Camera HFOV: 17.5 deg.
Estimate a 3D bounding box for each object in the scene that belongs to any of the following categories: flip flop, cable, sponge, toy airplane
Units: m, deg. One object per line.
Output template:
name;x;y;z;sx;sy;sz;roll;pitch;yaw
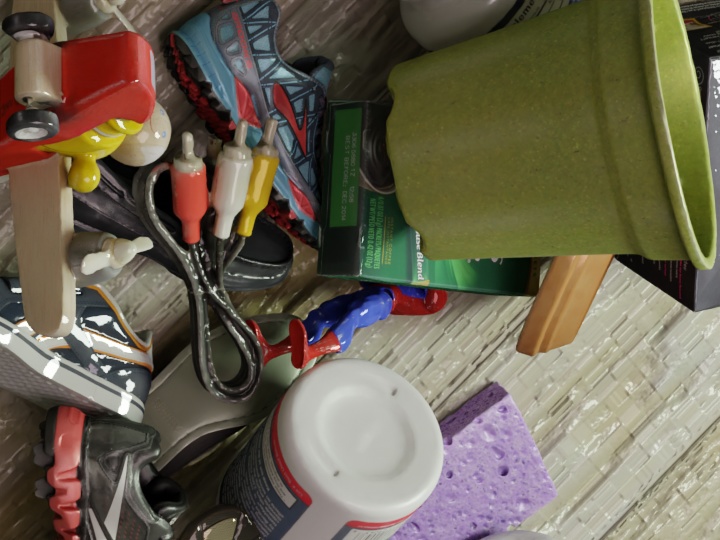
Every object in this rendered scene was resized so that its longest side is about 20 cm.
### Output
flip flop;-0.112;0.235;1.629;0.081;0.058;0.201;-22;139;-24
cable;-0.098;-0.002;1.528;0.097;0.050;0.201;-10;108;-31
sponge;0.051;0.186;1.794;0.200;0.030;0.112;-35;125;-10
toy airplane;-0.187;-0.085;1.444;0.140;0.199;0.201;6;115;-33

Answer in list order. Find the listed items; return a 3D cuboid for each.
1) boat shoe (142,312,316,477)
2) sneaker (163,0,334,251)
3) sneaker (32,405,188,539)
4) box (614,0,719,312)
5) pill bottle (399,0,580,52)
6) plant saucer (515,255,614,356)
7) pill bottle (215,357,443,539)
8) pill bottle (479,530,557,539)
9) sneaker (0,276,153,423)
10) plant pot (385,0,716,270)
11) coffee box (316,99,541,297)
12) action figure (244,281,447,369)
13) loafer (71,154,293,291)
boat shoe;-0.121;0.096;1.643;0.201;0.061;0.072;-32;87;-15
sneaker;-0.046;-0.100;1.580;0.095;0.079;0.200;-38;125;-11
sneaker;-0.162;0.184;1.563;0.097;0.071;0.202;-2;111;-1
box;0.276;-0.088;1.739;0.131;0.115;0.201;-11;117;-24
pill bottle;0.098;-0.179;1.601;0.200;0.111;0.111;35;93;-35
plant saucer;0.168;-0.026;1.672;0.037;0.200;0.201;26;101;7
pill bottle;-0.034;0.158;1.636;0.119;0.120;0.200;-1;151;-28
pill bottle;0.130;0.305;1.828;0.116;0.116;0.201;-28;136;-15
sneaker;-0.219;0.036;1.544;0.200;0.078;0.080;33;61;-38
plant pot;0.119;-0.086;1.503;0.183;0.201;0.201;-9;123;15
coffee box;0.053;-0.048;1.624;0.199;0.044;0.124;9;84;-48
action figure;0.000;0.000;1.645;0.200;0.065;0.100;-17;104;-51
loafer;-0.123;-0.041;1.564;0.200;0.068;0.070;21;127;-31
